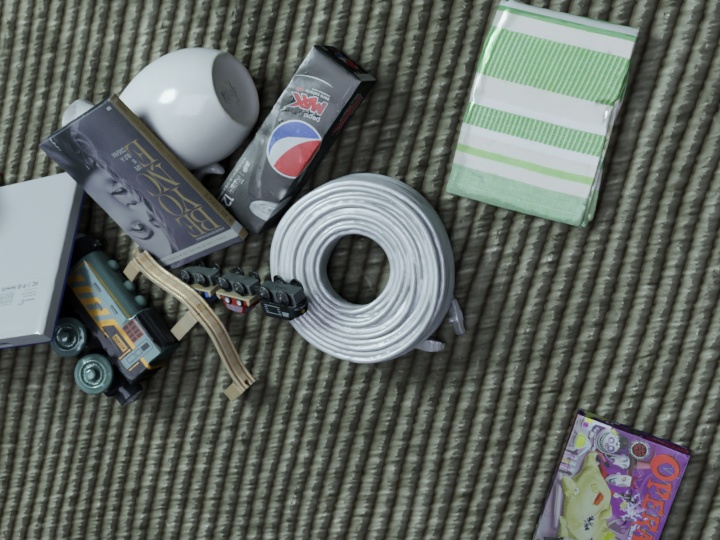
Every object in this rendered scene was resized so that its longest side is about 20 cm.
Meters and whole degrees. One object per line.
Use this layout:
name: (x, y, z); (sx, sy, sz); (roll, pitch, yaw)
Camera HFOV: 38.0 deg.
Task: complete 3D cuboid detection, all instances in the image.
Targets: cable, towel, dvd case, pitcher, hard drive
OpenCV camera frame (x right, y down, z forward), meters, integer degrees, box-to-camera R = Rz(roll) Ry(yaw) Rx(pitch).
cable: (0.000, 0.000, 1.098); (0.199, 0.069, 0.201); (-7, 97, 18)
towel: (0.181, -0.156, 1.043); (0.152, 0.023, 0.201); (17, 105, 14)
dvd case: (-0.231, -0.085, 1.107); (0.148, 0.016, 0.200); (-18, 124, 44)
pitcher: (-0.198, -0.138, 1.123); (0.199, 0.121, 0.172); (-17, 113, 29)
hard drive: (-0.381, -0.010, 1.172); (0.131, 0.025, 0.201); (-9, 60, 24)

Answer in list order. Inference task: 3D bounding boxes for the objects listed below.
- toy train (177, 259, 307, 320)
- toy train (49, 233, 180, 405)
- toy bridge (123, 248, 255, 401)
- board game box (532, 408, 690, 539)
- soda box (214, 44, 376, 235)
toy train: (-0.129, 0.022, 1.122); (0.199, 0.034, 0.046); (11, 128, 43)
toy train: (-0.298, 0.054, 1.198); (0.114, 0.085, 0.200); (-38, 84, 6)
toy bridge: (-0.188, 0.054, 1.164); (0.200, 0.027, 0.067); (50, 144, 0)
board game box: (0.251, 0.257, 1.087); (0.119, 0.032, 0.201); (18, 103, 9)
soda box: (-0.070, -0.136, 1.096); (0.063, 0.071, 0.200); (37, 108, 5)
